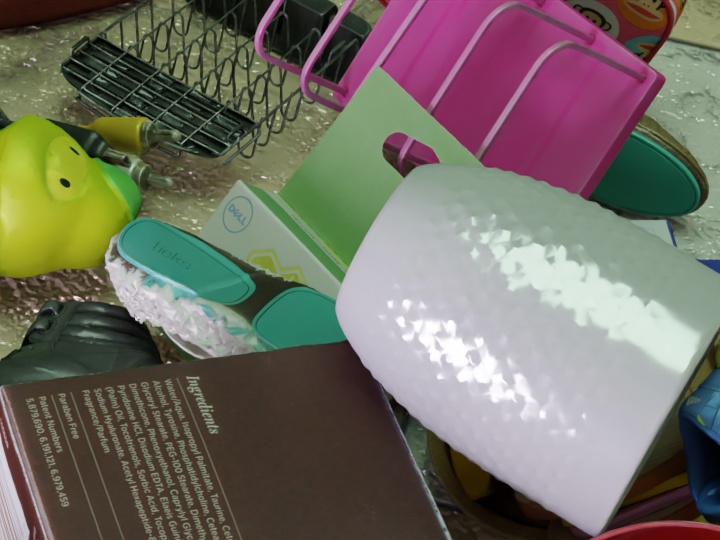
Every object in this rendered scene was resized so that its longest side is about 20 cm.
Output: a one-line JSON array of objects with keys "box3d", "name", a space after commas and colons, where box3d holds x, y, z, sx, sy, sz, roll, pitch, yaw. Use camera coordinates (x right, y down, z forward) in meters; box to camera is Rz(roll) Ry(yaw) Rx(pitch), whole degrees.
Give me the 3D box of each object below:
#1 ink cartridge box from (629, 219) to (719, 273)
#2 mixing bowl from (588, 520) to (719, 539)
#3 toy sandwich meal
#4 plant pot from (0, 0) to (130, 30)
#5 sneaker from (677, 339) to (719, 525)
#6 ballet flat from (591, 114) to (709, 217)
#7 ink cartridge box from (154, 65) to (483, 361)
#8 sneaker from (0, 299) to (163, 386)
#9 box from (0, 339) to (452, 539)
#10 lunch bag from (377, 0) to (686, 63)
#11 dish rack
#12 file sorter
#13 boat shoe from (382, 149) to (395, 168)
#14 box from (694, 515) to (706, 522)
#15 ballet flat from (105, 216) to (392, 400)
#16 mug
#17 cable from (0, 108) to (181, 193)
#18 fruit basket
[{"box3d": [0.163, 0.045, 1.656, 0.199, 0.041, 0.200, 1, 42, -11], "name": "ink cartridge box"}, {"box3d": [0.175, 0.212, 1.384, 0.199, 0.201, 0.108, 21, 15, 12], "name": "mixing bowl"}, {"box3d": [0.121, 0.071, 1.516, 0.204, 0.070, 0.206, -11, 51, 13], "name": "toy sandwich meal"}, {"box3d": [-0.267, -0.273, 1.823, 0.176, 0.200, 0.200, -31, 55, -24], "name": "plant pot"}, {"box3d": [0.228, 0.123, 1.425, 0.105, 0.201, 0.076, -39, 14, -21], "name": "sneaker"}, {"box3d": [0.138, -0.090, 1.792, 0.199, 0.068, 0.072, 13, 33, 10], "name": "ballet flat"}, {"box3d": [-0.020, -0.007, 1.571, 0.048, 0.200, 0.146, 18, 22, -52], "name": "ink cartridge box"}, {"box3d": [-0.199, 0.065, 1.542, 0.199, 0.071, 0.099, 2, 40, -18], "name": "sneaker"}, {"box3d": [-0.078, 0.158, 1.386, 0.199, 0.167, 0.165, -7, 43, -18], "name": "box"}, {"box3d": [0.108, -0.190, 1.813, 0.199, 0.176, 0.082, 33, 48, -5], "name": "lunch bag"}, {"box3d": [-0.096, -0.135, 1.797, 0.153, 0.055, 0.200, 28, 46, 21], "name": "dish rack"}, {"box3d": [0.053, -0.124, 1.657, 0.200, 0.139, 0.125, 41, 14, 33], "name": "file sorter"}, {"box3d": [-0.001, -0.005, 1.657, 0.074, 0.075, 0.203, -14, 39, -5], "name": "boat shoe"}, {"box3d": [0.243, 0.162, 1.511, 0.199, 0.048, 0.118, 25, 65, 13], "name": "box"}, {"box3d": [-0.059, 0.035, 1.521, 0.199, 0.072, 0.072, 30, 45, 25], "name": "ballet flat"}, {"box3d": [0.087, 0.029, 1.402, 0.175, 0.148, 0.200, 31, 3, 8], "name": "mug"}, {"box3d": [-0.212, -0.074, 1.724, 0.199, 0.050, 0.098, 18, 73, 31], "name": "cable"}, {"box3d": [-0.239, -0.055, 1.602, 0.214, 0.156, 0.216, -11, 43, 11], "name": "fruit basket"}]
